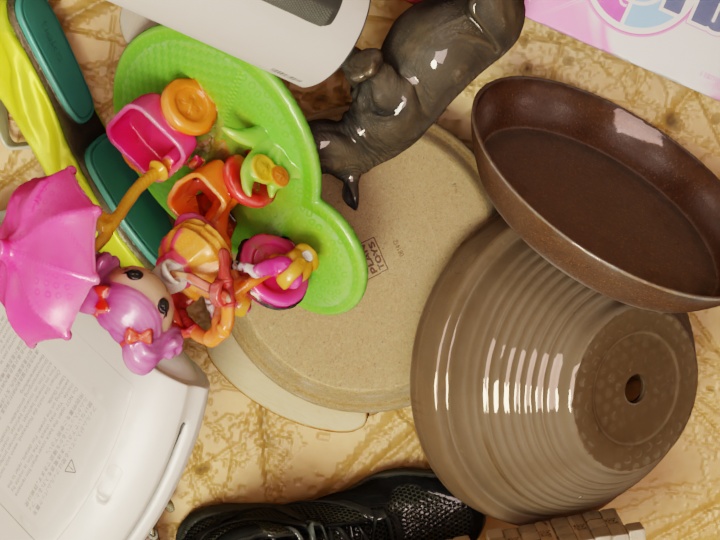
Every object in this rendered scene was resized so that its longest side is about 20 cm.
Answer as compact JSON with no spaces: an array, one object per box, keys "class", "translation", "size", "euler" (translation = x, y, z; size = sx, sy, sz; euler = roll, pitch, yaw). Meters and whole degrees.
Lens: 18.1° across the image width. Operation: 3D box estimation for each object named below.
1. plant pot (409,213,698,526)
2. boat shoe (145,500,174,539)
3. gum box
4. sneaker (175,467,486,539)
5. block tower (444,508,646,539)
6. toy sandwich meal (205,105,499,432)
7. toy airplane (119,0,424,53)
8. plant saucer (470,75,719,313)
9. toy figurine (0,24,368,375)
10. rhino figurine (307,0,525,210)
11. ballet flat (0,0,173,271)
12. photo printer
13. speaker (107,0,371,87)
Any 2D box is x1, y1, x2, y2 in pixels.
[{"class":"plant pot","translation":[0.135,0.061,1.343],"size":[0.200,0.092,0.203],"euler":[-7,102,-35]},{"class":"boat shoe","translation":[-0.156,0.147,1.410],"size":[0.074,0.074,0.204],"euler":[-5,91,-44]},{"class":"gum box","translation":[0.175,-0.182,1.353],"size":[0.199,0.066,0.114],"euler":[22,100,-7]},{"class":"sneaker","translation":[-0.016,0.176,1.393],"size":[0.198,0.114,0.077],"euler":[-6,103,-4]},{"class":"block tower","translation":[0.069,0.187,1.328],"size":[0.198,0.058,0.054],"euler":[-9,101,-1]},{"class":"toy sandwich meal","translation":[0.000,0.000,1.385],"size":[0.203,0.070,0.207],"euler":[0,90,0]},{"class":"toy airplane","translation":[-0.056,-0.234,1.293],"size":[0.197,0.141,0.202],"euler":[-10,102,0]},{"class":"plant saucer","translation":[0.146,-0.039,1.324],"size":[0.199,0.201,0.035],"euler":[26,119,-8]},{"class":"toy figurine","translation":[-0.116,-0.010,1.247],"size":[0.200,0.184,0.150],"euler":[50,139,-3]},{"class":"rhino figurine","translation":[0.017,-0.107,1.299],"size":[0.200,0.060,0.087],"euler":[-47,135,12]},{"class":"ballet flat","translation":[-0.180,-0.074,1.366],"size":[0.067,0.067,0.201],"euler":[-24,99,24]},{"class":"photo printer","translation":[-0.183,0.083,1.330],"size":[0.200,0.069,0.167],"euler":[38,104,34]},{"class":"speaker","translation":[-0.095,-0.167,1.185],"size":[0.199,0.081,0.082],"euler":[22,100,-34]}]
